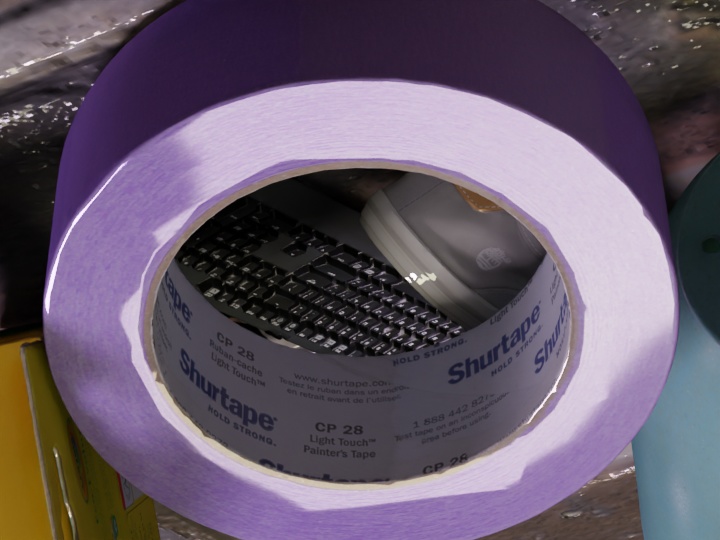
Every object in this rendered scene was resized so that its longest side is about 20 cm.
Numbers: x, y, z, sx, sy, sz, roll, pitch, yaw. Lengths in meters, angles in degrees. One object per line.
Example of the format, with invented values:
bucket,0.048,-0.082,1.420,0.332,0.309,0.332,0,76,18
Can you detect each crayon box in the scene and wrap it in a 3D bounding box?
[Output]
crayon box,-0.109,0.083,0.934,0.051,0.128,0.200,-11,180,2

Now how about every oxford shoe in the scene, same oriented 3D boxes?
oxford shoe,0.069,0.002,0.994,0.058,0.075,0.200,-46,147,8

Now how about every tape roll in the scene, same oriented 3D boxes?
tape roll,0.000,0.000,0.867,0.199,0.066,0.201,0,130,0

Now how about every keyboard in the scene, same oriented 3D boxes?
keyboard,-0.015,0.022,1.029,0.104,0.040,0.200,-25,150,27

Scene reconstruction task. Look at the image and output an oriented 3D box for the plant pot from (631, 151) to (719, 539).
plant pot,0.184,0.033,0.961,0.200,0.201,0.161,-14,141,8
